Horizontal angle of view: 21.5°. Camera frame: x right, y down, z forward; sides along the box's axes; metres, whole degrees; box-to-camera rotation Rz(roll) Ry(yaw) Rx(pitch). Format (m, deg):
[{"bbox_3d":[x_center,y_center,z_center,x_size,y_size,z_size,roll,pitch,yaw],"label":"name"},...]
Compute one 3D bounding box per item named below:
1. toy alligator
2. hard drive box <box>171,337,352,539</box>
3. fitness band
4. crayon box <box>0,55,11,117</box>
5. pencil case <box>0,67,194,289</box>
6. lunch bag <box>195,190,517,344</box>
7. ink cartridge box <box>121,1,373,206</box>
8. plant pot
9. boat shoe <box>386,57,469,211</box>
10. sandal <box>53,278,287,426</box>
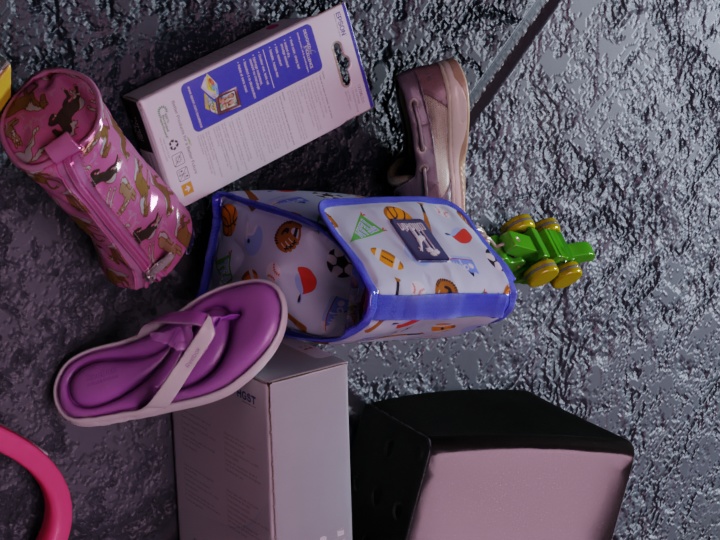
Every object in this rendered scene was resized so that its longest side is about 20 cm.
[{"bbox_3d":[0.136,-0.011,1.668,0.054,0.060,0.200,-39,155,30],"label":"toy alligator"},{"bbox_3d":[-0.080,0.155,1.504,0.077,0.156,0.201,-13,110,-33],"label":"hard drive box"},{"bbox_3d":[-0.306,0.177,1.421,0.200,0.037,0.144,34,82,-36],"label":"fitness band"},{"bbox_3d":[-0.311,-0.058,1.267,0.058,0.173,0.200,35,80,-7],"label":"crayon box"},{"bbox_3d":[-0.188,-0.063,1.368,0.083,0.086,0.200,-60,152,-18],"label":"pencil case"},{"bbox_3d":[0.000,0.000,1.480,0.169,0.200,0.125,-1,103,-43],"label":"lunch bag"},{"bbox_3d":[-0.086,-0.133,1.498,0.199,0.037,0.095,-28,117,-24],"label":"ink cartridge box"},{"bbox_3d":[0.090,0.205,1.627,0.177,0.199,0.201,14,95,-27],"label":"plant pot"},{"bbox_3d":[0.053,-0.081,1.595,0.064,0.072,0.201,-4,119,-10],"label":"boat shoe"},{"bbox_3d":[-0.146,0.067,1.423,0.202,0.083,0.050,-26,157,15],"label":"sandal"}]
